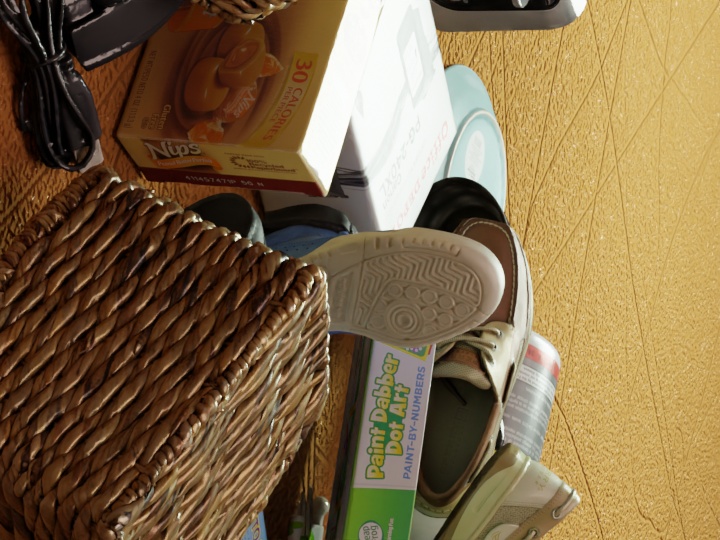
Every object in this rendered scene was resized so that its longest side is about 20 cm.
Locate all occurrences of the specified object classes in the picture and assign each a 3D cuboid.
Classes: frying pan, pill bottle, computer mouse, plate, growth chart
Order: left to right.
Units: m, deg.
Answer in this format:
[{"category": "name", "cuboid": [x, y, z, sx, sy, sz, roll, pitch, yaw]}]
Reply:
[{"category": "computer mouse", "cuboid": [-0.123, -0.157, 1.402, 0.200, 0.052, 0.139, -61, 148, -44]}, {"category": "growth chart", "cuboid": [-0.046, 0.217, 1.686, 0.200, 0.018, 0.146, -27, 125, -83]}, {"category": "pill bottle", "cuboid": [0.068, 0.140, 1.871, 0.116, 0.115, 0.201, 51, 49, -60]}, {"category": "plate", "cuboid": [0.075, -0.053, 1.957, 0.200, 0.025, 0.202, 7, 90, -67]}, {"category": "frying pan", "cuboid": [0.085, 0.018, 1.814, 0.031, 0.190, 0.115, 6, 129, -44]}]

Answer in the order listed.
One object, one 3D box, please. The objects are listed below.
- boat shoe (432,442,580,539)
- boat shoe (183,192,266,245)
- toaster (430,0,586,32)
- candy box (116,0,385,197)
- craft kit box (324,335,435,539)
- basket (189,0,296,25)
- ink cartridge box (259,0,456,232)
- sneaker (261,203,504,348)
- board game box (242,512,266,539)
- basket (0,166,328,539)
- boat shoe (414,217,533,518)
[{"category": "boat shoe", "cuboid": [0.063, 0.207, 1.703, 0.201, 0.063, 0.073, -56, 180, 12]}, {"category": "boat shoe", "cuboid": [-0.108, 0.007, 1.455, 0.201, 0.073, 0.063, -47, 146, -50]}, {"category": "toaster", "cuboid": [0.103, -0.289, 1.838, 0.181, 0.118, 0.201, 69, 34, -50]}, {"category": "candy box", "cuboid": [-0.052, -0.145, 1.497, 0.055, 0.115, 0.201, 60, 42, -57]}, {"category": "craft kit box", "cuboid": [0.010, 0.120, 1.678, 0.198, 0.048, 0.201, 100, -2, -76]}, {"category": "basket", "cuboid": [-0.036, -0.245, 1.371, 0.142, 0.149, 0.201, 28, 53, -37]}, {"category": "ink cartridge box", "cuboid": [-0.011, -0.117, 1.647, 0.201, 0.083, 0.146, 75, 31, -42]}, {"category": "sneaker", "cuboid": [0.000, -0.001, 1.561, 0.077, 0.199, 0.111, 70, 25, -18]}, {"category": "board game box", "cuboid": [-0.123, 0.150, 1.481, 0.196, 0.056, 0.201, -53, 143, -52]}, {"category": "basket", "cuboid": [-0.125, 0.073, 1.316, 0.200, 0.148, 0.143, -52, 157, -34]}, {"category": "boat shoe", "cuboid": [0.073, 0.065, 1.742, 0.074, 0.075, 0.201, 79, 20, -83]}]
